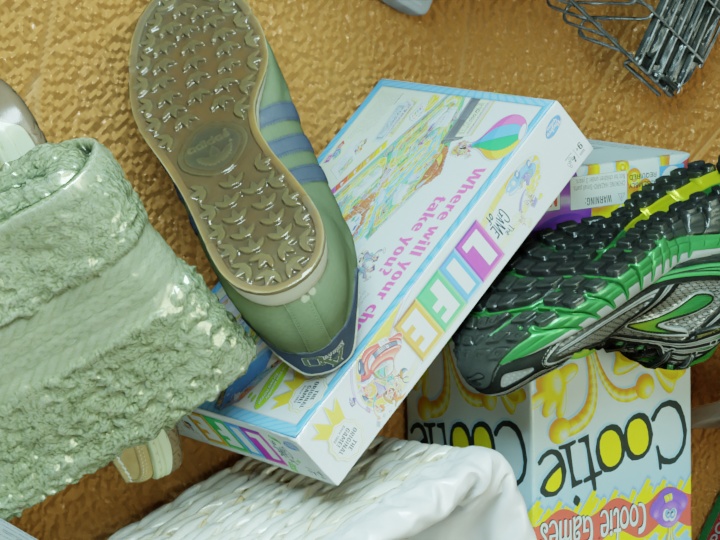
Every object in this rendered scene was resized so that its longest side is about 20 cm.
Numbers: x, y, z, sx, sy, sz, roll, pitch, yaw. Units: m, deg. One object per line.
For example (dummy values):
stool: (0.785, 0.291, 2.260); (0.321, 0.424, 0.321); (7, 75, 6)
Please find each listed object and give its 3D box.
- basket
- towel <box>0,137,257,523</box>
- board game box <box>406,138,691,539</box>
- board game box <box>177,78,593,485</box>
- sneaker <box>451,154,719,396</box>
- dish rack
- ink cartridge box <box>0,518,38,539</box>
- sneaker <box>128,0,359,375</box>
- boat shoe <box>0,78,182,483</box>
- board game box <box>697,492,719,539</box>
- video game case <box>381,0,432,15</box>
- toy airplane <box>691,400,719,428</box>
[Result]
basket: (-0.022, 0.195, 1.320); (0.200, 0.161, 0.198); (-30, 114, -28)
towel: (-0.157, 0.041, 1.215); (0.200, 0.037, 0.148); (-30, 123, 11)
board game box: (0.091, 0.041, 1.414); (0.103, 0.105, 0.200); (-8, 101, -35)
board game box: (0.000, 0.000, 1.322); (0.200, 0.134, 0.034); (-52, 123, -18)
sneaker: (0.129, 0.017, 1.325); (0.200, 0.078, 0.085); (-23, 110, -31)
dish rack: (0.129, -0.184, 1.433); (0.200, 0.055, 0.154); (36, 76, -47)
ink cartridge box: (-0.232, 0.158, 1.201); (0.200, 0.044, 0.174); (35, 93, -34)
sneaker: (-0.048, -0.035, 1.273); (0.067, 0.200, 0.090); (-24, 137, 2)
boat shoe: (-0.147, 0.016, 1.266); (0.076, 0.072, 0.200); (-30, 110, -13)
board game box: (0.249, 0.211, 1.606); (0.200, 0.029, 0.135); (36, 76, -35)
video game case: (-0.011, -0.242, 1.346); (0.200, 0.022, 0.183); (27, 81, -37)
toy airplane: (0.265, 0.076, 1.539); (0.199, 0.141, 0.200); (42, 73, -3)
